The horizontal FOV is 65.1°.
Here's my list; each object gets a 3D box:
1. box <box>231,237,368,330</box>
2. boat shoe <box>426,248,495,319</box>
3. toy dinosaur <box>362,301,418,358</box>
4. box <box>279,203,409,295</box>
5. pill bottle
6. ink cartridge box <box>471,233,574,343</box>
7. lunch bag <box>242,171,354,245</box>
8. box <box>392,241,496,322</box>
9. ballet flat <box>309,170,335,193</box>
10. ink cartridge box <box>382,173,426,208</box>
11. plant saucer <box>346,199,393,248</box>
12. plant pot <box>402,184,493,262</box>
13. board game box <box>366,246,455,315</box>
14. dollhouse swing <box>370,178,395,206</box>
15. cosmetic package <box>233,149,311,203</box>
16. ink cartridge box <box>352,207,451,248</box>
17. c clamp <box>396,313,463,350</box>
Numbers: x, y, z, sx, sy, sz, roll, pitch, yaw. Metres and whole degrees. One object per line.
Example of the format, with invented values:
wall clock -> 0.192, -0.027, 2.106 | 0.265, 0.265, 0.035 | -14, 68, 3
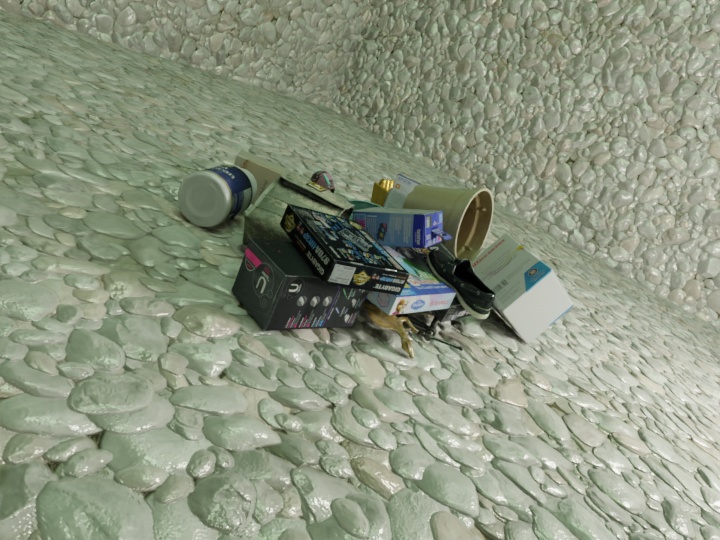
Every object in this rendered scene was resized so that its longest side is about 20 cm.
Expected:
box -> -0.096, 0.024, 0.962 | 0.199, 0.107, 0.122 | 3, 29, -46
boat shoe -> 0.210, 0.009, 1.168 | 0.074, 0.066, 0.200 | 1, 40, -31
toy dinosaur -> 0.040, 0.081, 1.054 | 0.199, 0.059, 0.101 | 34, 23, 23
box -> -0.031, -0.038, 0.968 | 0.158, 0.046, 0.200 | 10, 25, -38
pill bottle -> -0.293, -0.166, 1.199 | 0.110, 0.112, 0.200 | 26, 19, 2
ink cartridge box -> 0.378, 0.039, 1.368 | 0.146, 0.147, 0.200 | 46, 6, -34
lunch bag -> -0.120, -0.113, 1.157 | 0.163, 0.118, 0.201 | 27, 53, 5
box -> 0.176, 0.019, 1.239 | 0.157, 0.050, 0.200 | -6, 45, -41
ballet flat -> -0.098, -0.139, 1.298 | 0.069, 0.201, 0.071 | -11, 57, -24
ink cartridge box -> 0.151, -0.137, 1.555 | 0.198, 0.201, 0.041 | 24, -13, -4
plant saucer -> 0.012, -0.106, 1.454 | 0.198, 0.036, 0.201 | 12, 42, -11
plant pot -> 0.211, -0.133, 1.436 | 0.183, 0.202, 0.200 | 21, 15, 31
board game box -> 0.054, 0.012, 1.098 | 0.199, 0.041, 0.199 | 36, 23, 34
dollhouse swing -> 0.149, -0.160, 1.656 | 0.175, 0.183, 0.199 | 16, 12, 33
cosmetic package -> -0.225, -0.211, 1.409 | 0.199, 0.104, 0.073 | 20, 21, -10
ink cartridge box -> 0.097, -0.095, 1.231 | 0.199, 0.077, 0.136 | 4, 11, 24
c clamp -> 0.135, 0.098, 1.184 | 0.170, 0.027, 0.200 | 22, 21, 5
